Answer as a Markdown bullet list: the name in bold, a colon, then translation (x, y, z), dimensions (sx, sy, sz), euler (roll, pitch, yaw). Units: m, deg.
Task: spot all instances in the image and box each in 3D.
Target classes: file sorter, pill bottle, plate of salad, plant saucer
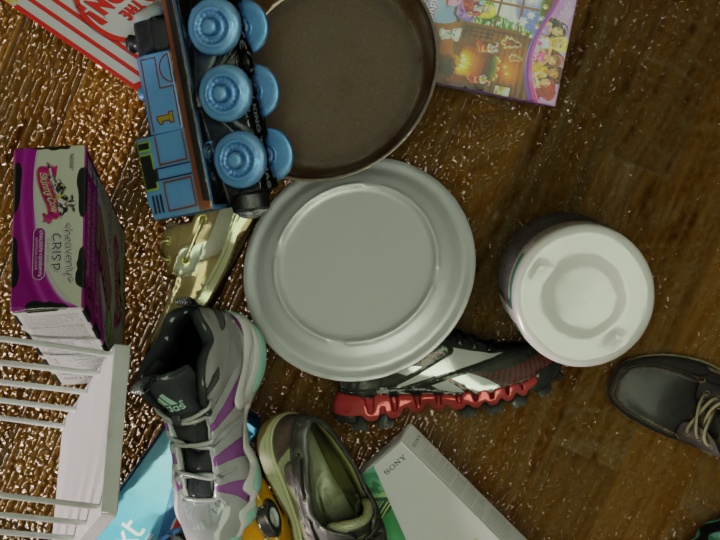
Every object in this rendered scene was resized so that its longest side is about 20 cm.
- **file sorter**: translation (-0.271, 0.149, 1.621), dimensions (0.124, 0.200, 0.139), euler (9, 65, -18)
- **pill bottle**: translation (0.171, 0.011, 1.649), dimensions (0.113, 0.200, 0.114), euler (0, 96, -1)
- **plate of salad**: translation (0.000, 0.000, 1.705), dimensions (0.199, 0.048, 0.201), euler (-4, 70, 11)
- **plant saucer**: translation (-0.029, -0.166, 1.683), dimensions (0.199, 0.032, 0.201), euler (-4, 74, 14)

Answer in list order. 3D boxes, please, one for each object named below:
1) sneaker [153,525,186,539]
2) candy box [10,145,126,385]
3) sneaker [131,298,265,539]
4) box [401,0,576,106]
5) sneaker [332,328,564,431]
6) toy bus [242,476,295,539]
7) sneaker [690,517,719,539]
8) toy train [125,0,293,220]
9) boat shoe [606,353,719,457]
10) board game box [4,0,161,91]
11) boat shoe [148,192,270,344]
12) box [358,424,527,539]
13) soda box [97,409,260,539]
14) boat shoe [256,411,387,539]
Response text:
- **sneaker**: translation (-0.136, 0.298, 1.700), dimensions (0.071, 0.083, 0.200), euler (-26, 125, -29)
- **candy box**: translation (-0.231, 0.000, 1.622), dimensions (0.061, 0.200, 0.137), euler (-2, 71, 1)
- **sneaker**: translation (-0.139, 0.120, 1.600), dimensions (0.077, 0.140, 0.201), euler (-7, 72, 24)
- **box**: translation (0.117, -0.249, 1.704), dimensions (0.136, 0.039, 0.201), euler (11, 95, -2)
- **sneaker**: translation (0.071, 0.075, 1.718), dimensions (0.199, 0.071, 0.098), euler (-7, 98, 1)
- **toy bus**: translation (-0.066, 0.264, 1.710), dimensions (0.065, 0.078, 0.201), euler (-19, 106, 20)
- **sneaker**: translation (0.385, 0.257, 1.738), dimensions (0.199, 0.078, 0.140), euler (-25, 95, 2)
- **toy train**: translation (-0.127, -0.136, 1.626), dimensions (0.114, 0.087, 0.201), euler (-10, 92, 20)
- **boat shoe**: translation (0.309, 0.122, 1.723), dimensions (0.199, 0.073, 0.075), euler (17, 94, 2)
- **board game box**: translation (-0.209, -0.258, 1.655), dimensions (0.200, 0.046, 0.152), euler (33, 103, -22)
- **boat shoe**: translation (-0.135, -0.023, 1.709), dimensions (0.066, 0.074, 0.201), euler (27, 84, 0)
- **box**: translation (0.061, 0.246, 1.725), dimensions (0.200, 0.036, 0.144), euler (45, 119, -3)
- **soda box**: translation (-0.169, 0.192, 1.728), dimensions (0.068, 0.064, 0.200), euler (36, 94, -4)
- **boat shoe**: translation (-0.017, 0.207, 1.665), dimensions (0.072, 0.066, 0.201), euler (-32, 101, -30)
